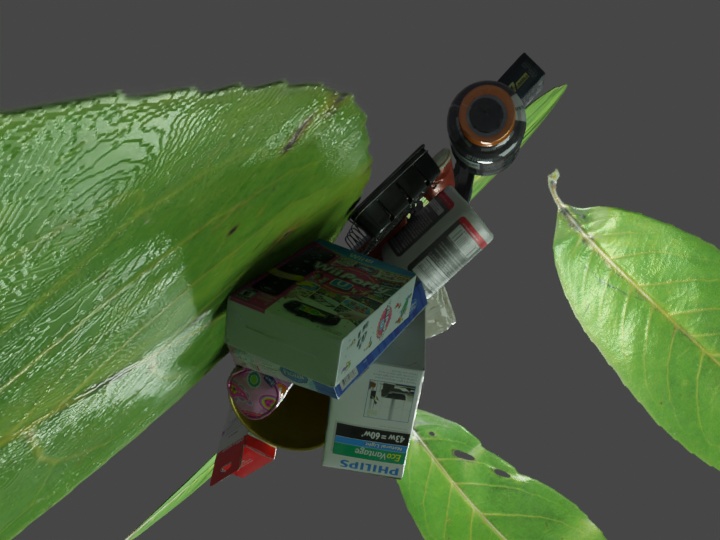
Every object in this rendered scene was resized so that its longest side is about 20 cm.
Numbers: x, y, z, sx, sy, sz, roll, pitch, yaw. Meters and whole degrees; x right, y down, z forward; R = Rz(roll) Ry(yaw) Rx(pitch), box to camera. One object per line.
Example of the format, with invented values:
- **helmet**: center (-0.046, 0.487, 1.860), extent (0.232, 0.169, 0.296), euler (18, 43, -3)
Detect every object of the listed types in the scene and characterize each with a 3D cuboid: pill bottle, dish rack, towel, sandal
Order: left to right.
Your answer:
- **dish rack**: center (0.037, -0.082, 1.110), extent (0.153, 0.055, 0.200), euler (-44, 176, -19)
- **towel**: center (0.061, 0.078, 1.304), extent (0.196, 0.035, 0.134), euler (-21, 131, 3)
- **sandal**: center (0.084, -0.088, 1.374), extent (0.201, 0.047, 0.077), euler (-55, 158, -78)
- **pill bottle**: center (0.102, -0.026, 1.197), extent (0.199, 0.111, 0.111), euler (-42, 175, 8)
- **pill bottle**: center (0.169, -0.191, 1.027), extent (0.106, 0.106, 0.200), euler (-45, 174, 6)

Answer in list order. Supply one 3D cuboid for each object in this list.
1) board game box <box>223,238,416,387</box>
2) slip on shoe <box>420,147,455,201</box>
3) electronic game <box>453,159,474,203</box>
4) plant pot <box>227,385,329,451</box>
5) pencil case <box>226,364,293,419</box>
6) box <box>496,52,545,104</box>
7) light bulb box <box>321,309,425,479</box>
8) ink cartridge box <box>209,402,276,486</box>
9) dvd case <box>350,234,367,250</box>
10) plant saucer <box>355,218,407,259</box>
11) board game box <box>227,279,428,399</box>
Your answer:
- **board game box**: center (-0.041, 0.041, 0.883), extent (0.199, 0.145, 0.066), euler (-36, 140, -57)
- **slip on shoe**: center (0.132, -0.151, 1.274), extent (0.074, 0.061, 0.200), euler (-43, 173, -4)
- **electronic game**: center (0.191, -0.145, 1.451), extent (0.200, 0.041, 0.205), euler (13, 89, -90)
- **plant pot**: center (-0.111, 0.185, 1.315), extent (0.201, 0.198, 0.143), euler (-49, -170, 37)
- **pencil case**: center (-0.125, 0.131, 1.119), extent (0.088, 0.087, 0.200), euler (-48, -177, 27)
- **box**: center (0.225, -0.262, 1.234), extent (0.158, 0.051, 0.200), euler (-48, 175, 14)
- **light bulb box**: center (0.022, 0.155, 1.119), extent (0.200, 0.122, 0.204), euler (-81, 180, -59)
- **ink cartridge box**: center (-0.200, 0.294, 1.388), extent (0.116, 0.066, 0.203), euler (-38, -148, 42)
- **dvd case**: center (-0.038, 0.007, 1.342), extent (0.200, 0.018, 0.143), euler (-44, 173, -27)
- **plant saucer**: center (0.000, 0.000, 1.301), extent (0.199, 0.037, 0.200), euler (-44, 174, -20)
- **board game box**: center (-0.044, 0.070, 1.016), extent (0.196, 0.044, 0.200), euler (8, -142, 41)
